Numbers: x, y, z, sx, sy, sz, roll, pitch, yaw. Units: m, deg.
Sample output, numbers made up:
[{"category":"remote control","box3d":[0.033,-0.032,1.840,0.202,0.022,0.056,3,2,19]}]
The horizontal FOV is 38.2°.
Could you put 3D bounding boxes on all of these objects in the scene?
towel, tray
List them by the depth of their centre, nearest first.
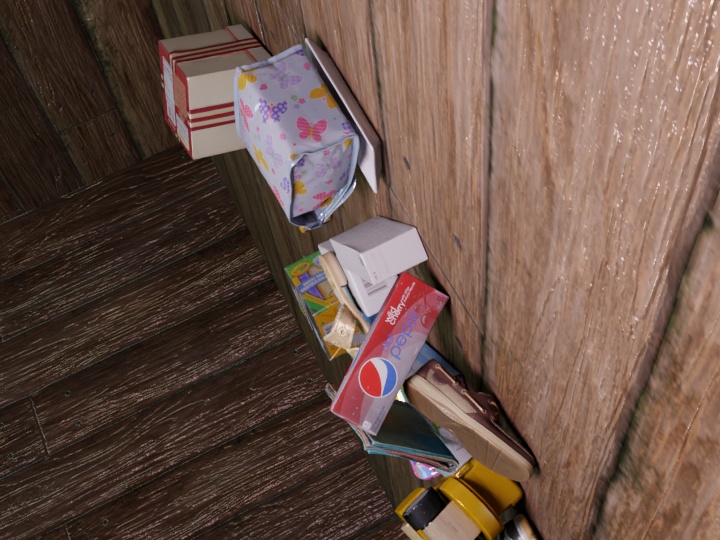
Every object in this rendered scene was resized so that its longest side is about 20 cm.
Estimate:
[{"category":"tray","box3d":[-0.018,-0.206,1.362,0.201,0.022,0.108,61,171,25]},{"category":"towel","box3d":[0.041,0.216,1.446,0.022,0.145,0.200,-68,24,9]}]

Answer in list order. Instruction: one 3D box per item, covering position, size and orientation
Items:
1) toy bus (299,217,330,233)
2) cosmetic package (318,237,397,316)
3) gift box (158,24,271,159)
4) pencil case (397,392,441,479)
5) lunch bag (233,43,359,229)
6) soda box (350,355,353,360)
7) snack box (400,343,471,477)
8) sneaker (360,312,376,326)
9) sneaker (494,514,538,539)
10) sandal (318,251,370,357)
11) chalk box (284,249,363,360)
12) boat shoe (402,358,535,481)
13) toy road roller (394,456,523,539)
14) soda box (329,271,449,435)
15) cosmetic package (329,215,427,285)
[{"category":"toy bus","box3d":[-0.124,-0.172,1.933,0.201,0.065,0.078,62,169,23]},{"category":"cosmetic package","box3d":[0.000,0.000,1.652,0.102,0.071,0.200,66,170,-13]},{"category":"gift box","box3d":[-0.242,-0.309,1.840,0.185,0.185,0.201,54,151,41]},{"category":"pencil case","box3d":[0.093,0.258,1.773,0.201,0.088,0.088,62,171,10]},{"category":"lunch bag","box3d":[-0.086,-0.171,1.396,0.170,0.126,0.201,59,160,22]},{"category":"soda box","box3d":[0.029,0.172,1.956,0.201,0.067,0.064,58,169,39]},{"category":"snack box","box3d":[0.124,0.223,1.550,0.201,0.067,0.169,66,170,-19]},{"category":"sneaker","box3d":[0.032,0.086,1.689,0.106,0.075,0.200,65,172,-1]},{"category":"sneaker","box3d":[0.207,0.406,1.500,0.200,0.087,0.076,97,149,-71]},{"category":"sandal","box3d":[-0.030,0.080,1.589,0.213,0.069,0.078,63,171,8]},{"category":"chalk box","box3d":[-0.053,0.040,1.912,0.200,0.123,0.126,56,169,48]},{"category":"boat shoe","box3d":[0.147,0.182,1.311,0.199,0.072,0.072,35,152,27]},{"category":"toy road roller","box3d":[0.142,0.334,1.445,0.123,0.146,0.200,46,166,6]},{"category":"soda box","box3d":[0.035,0.106,1.334,0.070,0.201,0.063,29,173,-1]},{"category":"cosmetic package","box3d":[0.022,-0.029,1.421,0.051,0.082,0.200,64,172,-12]}]
